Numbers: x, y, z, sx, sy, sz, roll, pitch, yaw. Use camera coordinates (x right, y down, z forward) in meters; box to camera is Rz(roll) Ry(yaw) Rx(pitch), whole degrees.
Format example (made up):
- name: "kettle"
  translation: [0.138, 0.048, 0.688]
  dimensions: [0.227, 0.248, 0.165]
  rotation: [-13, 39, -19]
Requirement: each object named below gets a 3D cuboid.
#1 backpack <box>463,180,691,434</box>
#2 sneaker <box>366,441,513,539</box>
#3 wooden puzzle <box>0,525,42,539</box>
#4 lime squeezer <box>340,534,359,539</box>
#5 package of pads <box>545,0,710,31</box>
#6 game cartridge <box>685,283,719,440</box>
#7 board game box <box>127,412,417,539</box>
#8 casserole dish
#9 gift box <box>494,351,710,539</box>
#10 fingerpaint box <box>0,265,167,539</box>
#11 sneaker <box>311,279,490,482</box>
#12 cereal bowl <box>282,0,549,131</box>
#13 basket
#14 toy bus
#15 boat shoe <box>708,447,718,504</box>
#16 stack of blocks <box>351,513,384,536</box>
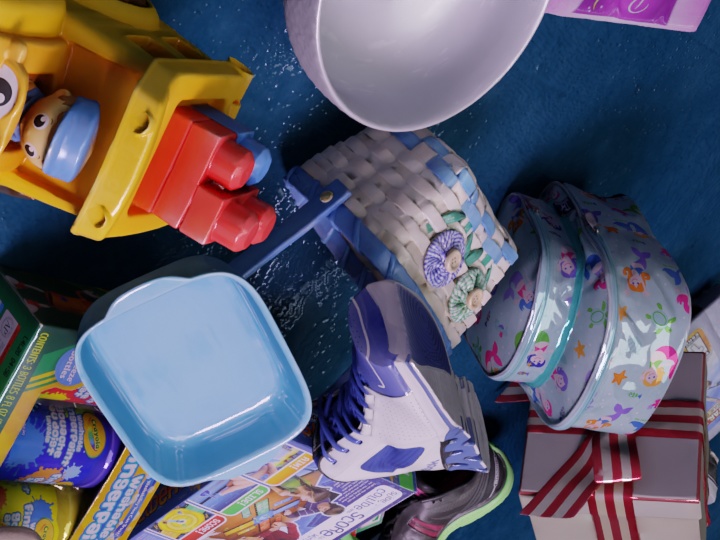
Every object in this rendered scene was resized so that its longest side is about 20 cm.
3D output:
- name: "backpack"
  translation: [0.179, 0.035, 1.102]
  dimensions: [0.151, 0.200, 0.178]
  rotation: [6, 120, -24]
- name: "sneaker"
  translation: [0.053, 0.229, 1.262]
  dimensions: [0.200, 0.077, 0.084]
  rotation: [-42, 124, -12]
- name: "wooden puzzle"
  translation: [-0.309, 0.223, 0.843]
  dimensions: [0.185, 0.037, 0.200]
  rotation: [3, 143, -25]
- name: "lime squeezer"
  translation: [-0.036, 0.260, 1.122]
  dimensions: [0.071, 0.038, 0.200]
  rotation: [4, 120, -45]
- name: "package of pads"
  translation: [0.194, -0.243, 0.975]
  dimensions: [0.200, 0.076, 0.121]
  rotation: [-3, 123, -42]
- name: "game cartridge"
  translation: [0.342, 0.125, 1.419]
  dimensions: [0.200, 0.042, 0.133]
  rotation: [-39, 109, -11]
- name: "board game box"
  translation: [-0.073, 0.177, 1.014]
  dimensions: [0.135, 0.034, 0.200]
  rotation: [28, 130, -33]
- name: "casserole dish"
  translation: [-0.106, 0.062, 0.848]
  dimensions: [0.121, 0.039, 0.200]
  rotation: [-25, 135, -2]
- name: "gift box"
  translation: [0.232, 0.185, 1.265]
  dimensions: [0.200, 0.185, 0.187]
  rotation: [-3, 140, 13]
- name: "fingerpaint box"
  translation: [-0.207, 0.111, 0.899]
  dimensions: [0.167, 0.073, 0.200]
  rotation: [17, 110, -49]
- name: "sneaker"
  translation: [0.012, 0.095, 0.890]
  dimensions: [0.115, 0.081, 0.199]
  rotation: [-16, 145, 11]
- name: "cereal bowl"
  translation: [0.030, -0.194, 0.855]
  dimensions: [0.200, 0.083, 0.200]
  rotation: [-25, 136, -27]
- name: "basket"
  translation: [0.000, 0.000, 0.936]
  dimensions: [0.200, 0.139, 0.176]
  rotation: [-40, 142, -1]
- name: "toy bus"
  translation: [-0.136, -0.073, 0.675]
  dimensions: [0.136, 0.192, 0.200]
  rotation: [-61, 168, 16]
- name: "boat shoe"
  translation: [0.357, 0.202, 1.528]
  dimensions: [0.200, 0.071, 0.064]
  rotation: [45, 55, -44]
- name: "stack of blocks"
  translation: [-0.039, 0.207, 1.153]
  dimensions: [0.115, 0.059, 0.200]
  rotation: [-14, 131, -36]
